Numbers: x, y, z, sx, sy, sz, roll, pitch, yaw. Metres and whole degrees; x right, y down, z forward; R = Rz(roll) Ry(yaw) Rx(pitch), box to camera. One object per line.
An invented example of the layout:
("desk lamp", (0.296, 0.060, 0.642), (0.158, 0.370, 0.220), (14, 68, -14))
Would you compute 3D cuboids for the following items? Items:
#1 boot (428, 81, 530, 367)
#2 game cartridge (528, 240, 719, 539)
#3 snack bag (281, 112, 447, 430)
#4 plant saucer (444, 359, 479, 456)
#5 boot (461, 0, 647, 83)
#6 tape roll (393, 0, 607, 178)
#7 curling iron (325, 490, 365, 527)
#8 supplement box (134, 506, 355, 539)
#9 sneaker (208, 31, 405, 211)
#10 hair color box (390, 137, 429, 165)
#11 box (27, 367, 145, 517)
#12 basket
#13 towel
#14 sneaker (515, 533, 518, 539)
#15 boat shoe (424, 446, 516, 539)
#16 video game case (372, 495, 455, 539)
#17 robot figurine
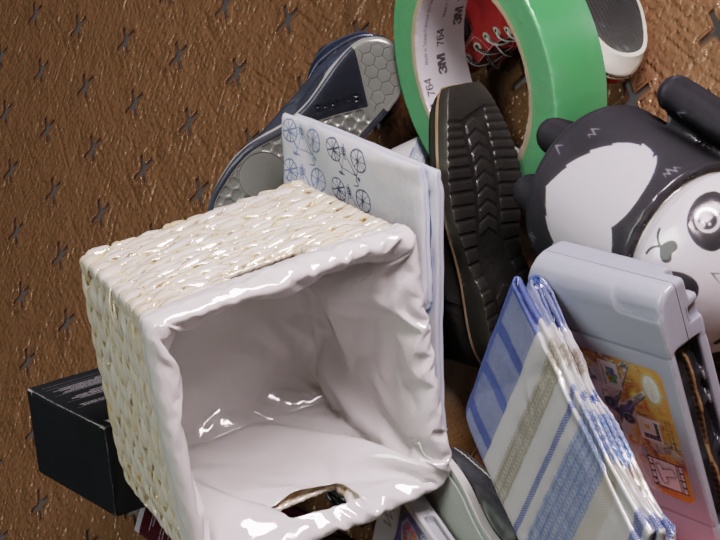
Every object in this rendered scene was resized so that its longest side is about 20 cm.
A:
("boot", (0.046, -0.026, 1.258), (0.138, 0.077, 0.203), (-2, 97, 48))
("game cartridge", (0.168, 0.083, 1.085), (0.133, 0.041, 0.202), (13, 129, 50))
("snack bag", (0.000, 0.000, 1.273), (0.188, 0.021, 0.202), (27, 125, 51))
("plant saucer", (0.027, 0.080, 1.366), (0.199, 0.035, 0.203), (-22, 62, 47))
("boot", (0.128, -0.173, 1.307), (0.145, 0.072, 0.201), (-59, 41, 34))
("tape roll", (0.096, -0.145, 1.267), (0.200, 0.048, 0.202), (39, 139, 46))
("curling iron", (0.041, 0.192, 1.308), (0.199, 0.025, 0.050), (22, 138, 45))
("supplement box", (-0.083, 0.216, 1.401), (0.199, 0.108, 0.062), (19, 93, 54))
("sneaker", (-0.040, -0.111, 1.428), (0.202, 0.077, 0.146), (-44, 11, 8))
("hair color box", (-0.016, -0.024, 1.409), (0.199, 0.061, 0.100), (-23, 34, 47))
("box", (-0.148, 0.119, 1.434), (0.141, 0.198, 0.080), (12, 112, 54))
("basket", (-0.067, 0.069, 1.206), (0.161, 0.196, 0.202), (31, 136, 57))
("towel", (0.120, 0.120, 1.057), (0.148, 0.024, 0.201), (107, 148, -45))
("sneaker", (0.172, 0.200, 1.094), (0.200, 0.086, 0.075), (28, 104, 53))
("boat shoe", (0.102, 0.189, 1.215), (0.201, 0.060, 0.076), (-123, 31, -43))
("video game case", (0.057, 0.256, 1.235), (0.200, 0.018, 0.144), (52, 142, 47))
("robot figurine", (0.183, -0.030, 1.123), (0.200, 0.124, 0.151), (40, 152, 47))
